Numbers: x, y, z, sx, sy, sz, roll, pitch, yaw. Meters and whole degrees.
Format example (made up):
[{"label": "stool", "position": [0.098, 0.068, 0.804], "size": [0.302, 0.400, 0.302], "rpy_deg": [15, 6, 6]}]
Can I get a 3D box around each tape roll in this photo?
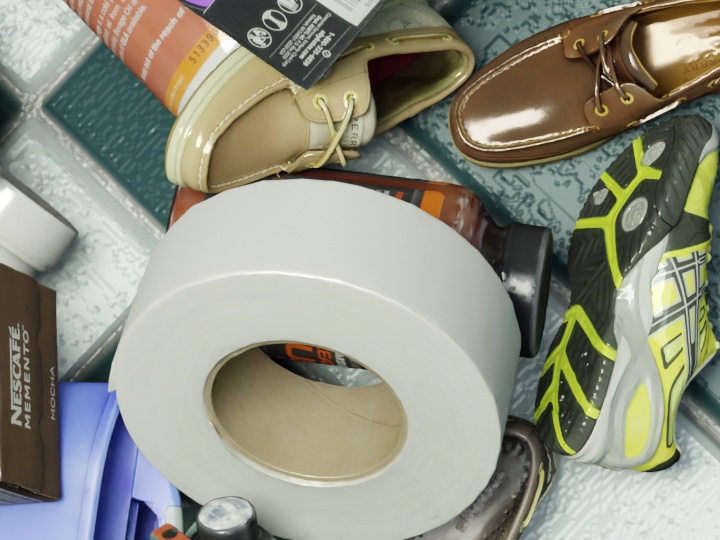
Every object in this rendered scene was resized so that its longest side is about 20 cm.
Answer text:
[{"label": "tape roll", "position": [-0.022, 0.049, 1.378], "size": [0.202, 0.203, 0.071], "rpy_deg": [7, 45, 9]}]

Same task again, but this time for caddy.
[{"label": "caddy", "position": [-0.145, 0.146, 1.439], "size": [0.105, 0.141, 0.200], "rpy_deg": [6, 86, 12]}]

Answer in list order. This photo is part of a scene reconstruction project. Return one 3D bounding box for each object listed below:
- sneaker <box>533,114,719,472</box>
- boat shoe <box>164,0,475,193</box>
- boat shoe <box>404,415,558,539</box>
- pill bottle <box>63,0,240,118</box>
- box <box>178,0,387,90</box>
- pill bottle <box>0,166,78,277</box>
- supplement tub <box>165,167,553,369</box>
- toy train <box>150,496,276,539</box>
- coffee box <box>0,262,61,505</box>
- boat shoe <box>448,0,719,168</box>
[{"label": "sneaker", "position": [0.155, 0.014, 1.453], "size": [0.076, 0.075, 0.200], "rpy_deg": [25, 78, -27]}, {"label": "boat shoe", "position": [-0.017, -0.091, 1.427], "size": [0.066, 0.074, 0.200], "rpy_deg": [34, 49, 27]}, {"label": "boat shoe", "position": [0.036, 0.164, 1.451], "size": [0.072, 0.060, 0.200], "rpy_deg": [36, 90, 9]}, {"label": "pill bottle", "position": [-0.117, -0.180, 1.481], "size": [0.112, 0.112, 0.200], "rpy_deg": [-45, 81, 2]}, {"label": "box", "position": [-0.015, -0.212, 1.399], "size": [0.106, 0.200, 0.122], "rpy_deg": [34, 132, -13]}, {"label": "pill bottle", "position": [-0.247, 0.032, 1.478], "size": [0.113, 0.113, 0.200], "rpy_deg": [39, 90, 10]}, {"label": "supplement tub", "position": [0.000, 0.000, 1.449], "size": [0.200, 0.107, 0.107], "rpy_deg": [7, 85, 9]}, {"label": "toy train", "position": [-0.078, 0.213, 1.402], "size": [0.114, 0.200, 0.085], "rpy_deg": [-29, 41, -31]}, {"label": "coffee box", "position": [-0.257, 0.066, 1.370], "size": [0.200, 0.080, 0.113], "rpy_deg": [-7, 77, 16]}, {"label": "boat shoe", "position": [0.140, -0.112, 1.459], "size": [0.200, 0.068, 0.072], "rpy_deg": [-19, 82, 6]}]
